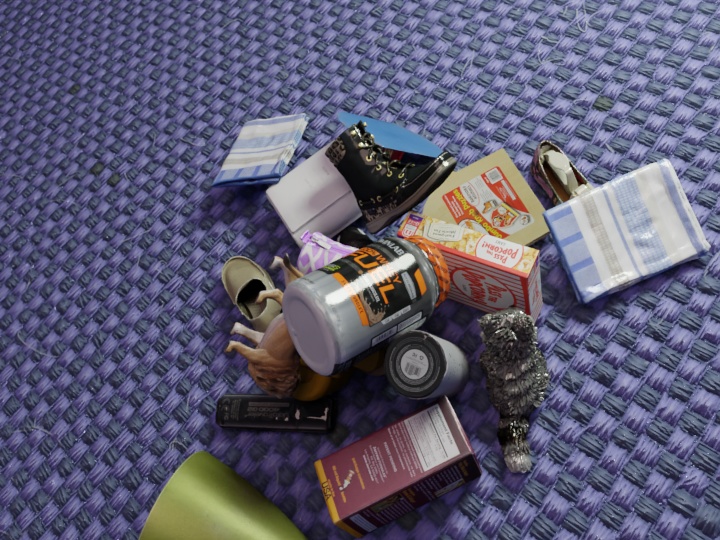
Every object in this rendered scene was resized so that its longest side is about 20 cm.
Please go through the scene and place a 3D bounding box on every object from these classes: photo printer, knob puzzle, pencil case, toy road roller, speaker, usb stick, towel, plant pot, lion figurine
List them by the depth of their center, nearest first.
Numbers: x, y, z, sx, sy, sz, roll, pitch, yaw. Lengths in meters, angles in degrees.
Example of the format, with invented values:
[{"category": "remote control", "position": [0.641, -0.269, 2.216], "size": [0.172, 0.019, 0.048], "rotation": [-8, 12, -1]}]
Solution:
[{"category": "plant pot", "position": [-0.164, 0.368, 0.887], "size": [0.196, 0.188, 0.190], "rotation": [21, 70, 11]}, {"category": "speaker", "position": [0.094, 0.128, 0.893], "size": [0.079, 0.200, 0.084], "rotation": [-3, 80, 17]}, {"category": "lion figurine", "position": [-0.100, 0.080, 0.896], "size": [0.202, 0.121, 0.073], "rotation": [-54, 18, 25]}, {"category": "towel", "position": [0.377, -0.055, 0.959], "size": [0.196, 0.024, 0.150], "rotation": [-22, 84, 3]}, {"category": "toy road roller", "position": [-0.027, 0.124, 0.977], "size": [0.196, 0.122, 0.150], "rotation": [18, 103, 27]}, {"category": "pencil case", "position": [0.000, 0.000, 0.997], "size": [0.195, 0.087, 0.084], "rotation": [17, 41, 15]}, {"category": "usb stick", "position": [-0.130, 0.217, 1.027], "size": [0.195, 0.033, 0.057], "rotation": [-2, 69, 18]}, {"category": "knob puzzle", "position": [0.184, -0.080, 1.080], "size": [0.214, 0.031, 0.225], "rotation": [-8, 61, 14]}, {"category": "photo printer", "position": [-0.052, -0.139, 1.154], "size": [0.198, 0.070, 0.167], "rotation": [-35, 42, -2]}, {"category": "towel", "position": [-0.184, -0.226, 1.256], "size": [0.143, 0.024, 0.203], "rotation": [-3, 43, 19]}]

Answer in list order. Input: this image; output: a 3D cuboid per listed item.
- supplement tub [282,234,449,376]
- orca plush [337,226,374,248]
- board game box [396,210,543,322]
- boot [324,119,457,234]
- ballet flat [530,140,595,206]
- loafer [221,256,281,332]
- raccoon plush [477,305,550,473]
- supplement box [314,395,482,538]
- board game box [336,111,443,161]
[{"category": "supplement tub", "position": [0.011, 0.036, 0.844], "size": [0.197, 0.124, 0.122], "rotation": [-26, 52, -30]}, {"category": "orca plush", "position": [-0.002, 0.002, 1.075], "size": [0.103, 0.071, 0.204], "rotation": [-12, 59, 12]}, {"category": "board game box", "position": [0.161, -0.001, 0.973], "size": [0.196, 0.152, 0.047], "rotation": [19, 67, 27]}, {"category": "boot", "position": [0.036, -0.158, 0.993], "size": [0.073, 0.203, 0.155], "rotation": [-34, 90, -39]}, {"category": "ballet flat", "position": [0.324, -0.124, 1.031], "size": [0.068, 0.071, 0.202], "rotation": [-29, 57, 0]}, {"category": "loafer", "position": [-0.178, 0.034, 1.114], "size": [0.075, 0.069, 0.200], "rotation": [-40, 50, -5]}, {"category": "raccoon plush", "position": [0.209, 0.146, 0.885], "size": [0.094, 0.135, 0.204], "rotation": [-15, 58, 9]}, {"category": "supplement box", "position": [0.053, 0.262, 0.892], "size": [0.197, 0.111, 0.087], "rotation": [-27, 56, 2]}, {"category": "board game box", "position": [0.045, -0.212, 1.139], "size": [0.158, 0.196, 0.040], "rotation": [46, 123, 44]}]
